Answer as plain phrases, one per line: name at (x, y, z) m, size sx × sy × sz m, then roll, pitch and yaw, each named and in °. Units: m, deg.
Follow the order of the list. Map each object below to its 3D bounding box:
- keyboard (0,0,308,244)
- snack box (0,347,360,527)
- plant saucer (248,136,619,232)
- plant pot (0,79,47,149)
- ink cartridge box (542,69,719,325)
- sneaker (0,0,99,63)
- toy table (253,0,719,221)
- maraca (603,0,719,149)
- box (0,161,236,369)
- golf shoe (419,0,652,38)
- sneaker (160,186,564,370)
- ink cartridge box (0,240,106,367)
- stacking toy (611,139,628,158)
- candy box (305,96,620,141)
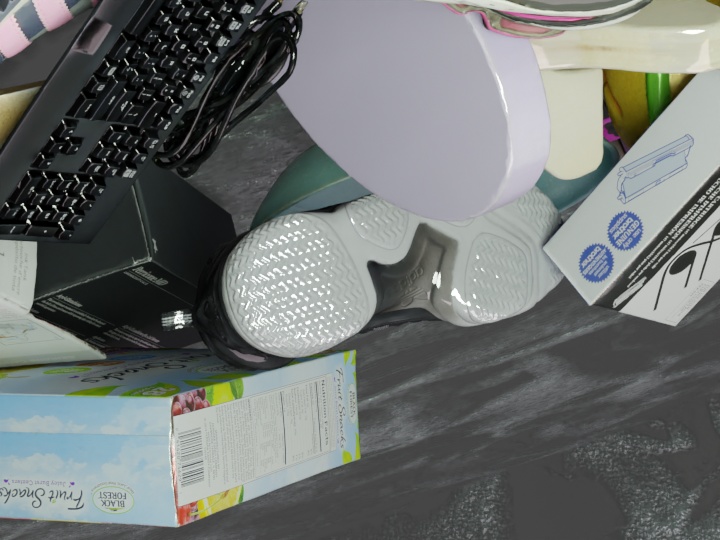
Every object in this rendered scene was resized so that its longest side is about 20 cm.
keyboard at (-0.061, -0.076, 0.674) m, size 0.104 × 0.040 × 0.200 m, roll -5°, pitch 141°, yaw -55°
snack box at (-0.115, 0.081, 0.942) m, size 0.167 × 0.068 × 0.200 m, roll -1°, pitch -175°, yaw 26°
plant saucer at (0.033, -0.046, 0.940) m, size 0.198 × 0.036 × 0.200 m, roll -13°, pitch 165°, yaw -4°
plant pot at (-0.163, -0.059, 0.764) m, size 0.198 × 0.028 × 0.200 m, roll -12°, pitch -171°, yaw 2°
ink cartridge box at (0.184, -0.063, 0.866) m, size 0.200 × 0.044 × 0.094 m, roll -50°, pitch 149°, yaw 19°
sneaker at (-0.113, -0.114, 0.688) m, size 0.199 × 0.071 × 0.082 m, roll -27°, pitch 161°, yaw 37°
toy table at (0.045, -0.108, 0.729) m, size 0.116 × 0.200 × 0.185 m, roll -22°, pitch 138°, yaw -24°
maraca at (0.194, -0.106, 0.982) m, size 0.106 × 0.138 × 0.200 m, roll 7°, pitch -174°, yaw 30°
box at (-0.156, 0.001, 1.045) m, size 0.140 × 0.080 × 0.200 m, roll -17°, pitch 166°, yaw 10°
golf shoe at (0.007, -0.121, 0.569) m, size 0.198 × 0.073 × 0.092 m, roll 7°, pitch -178°, yaw -18°
sneaker at (0.000, 0.000, 0.880) m, size 0.199 × 0.076 × 0.114 m, roll -11°, pitch 178°, yaw -35°
ink cartridge box at (-0.247, 0.010, 0.893) m, size 0.198 × 0.044 × 0.174 m, roll -5°, pitch 163°, yaw 19°
stacking toy at (0.244, -0.102, 1.159) m, size 0.199 × 0.086 × 0.085 m, roll -26°, pitch 164°, yaw 13°
candy box at (0.054, -0.098, 0.964) m, size 0.135 × 0.062 × 0.200 m, roll -19°, pitch 166°, yaw 12°
